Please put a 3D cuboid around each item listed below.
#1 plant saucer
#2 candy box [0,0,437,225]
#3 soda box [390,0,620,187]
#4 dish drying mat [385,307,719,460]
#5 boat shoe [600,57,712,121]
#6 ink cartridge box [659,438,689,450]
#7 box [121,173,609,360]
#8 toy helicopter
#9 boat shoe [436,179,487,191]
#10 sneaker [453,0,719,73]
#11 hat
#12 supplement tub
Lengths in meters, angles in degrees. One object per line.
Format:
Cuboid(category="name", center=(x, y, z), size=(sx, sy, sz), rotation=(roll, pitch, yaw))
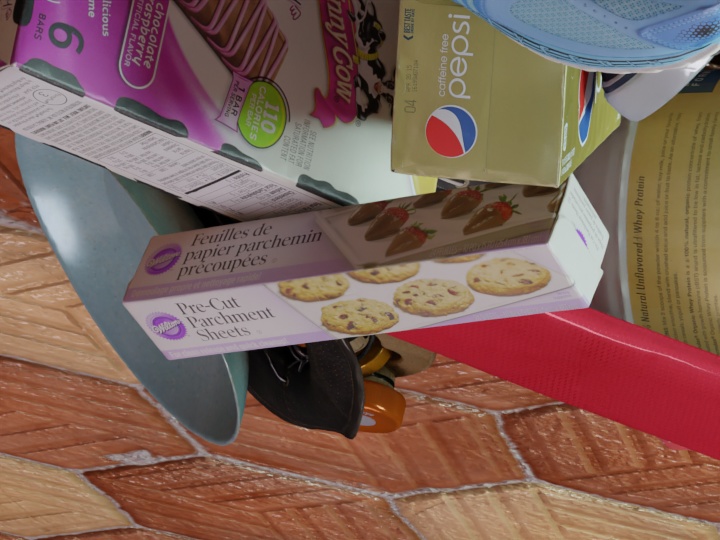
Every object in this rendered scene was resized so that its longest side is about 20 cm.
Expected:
Cuboid(category="plant saucer", center=(-0.108, -0.003, 1.344), size=(0.201, 0.039, 0.201), rotation=(48, 159, 25))
Cuboid(category="candy box", center=(-0.056, -0.100, 1.038), size=(0.200, 0.137, 0.061), rotation=(22, 157, -32))
Cuboid(category="soda box", center=(0.062, -0.080, 1.008), size=(0.064, 0.068, 0.200), rotation=(5, -169, 11))
Cuboid(category="dish drying mat", center=(0.096, 0.036, 1.098), size=(0.199, 0.018, 0.077), rotation=(21, 153, -15))
Cuboid(category="boat shoe", center=(0.113, -0.138, 0.916), size=(0.091, 0.071, 0.200), rotation=(34, 141, 0))
Cuboid(category="ink cartridge box", center=(0.239, 0.038, 1.352), size=(0.199, 0.083, 0.147), rotation=(0, 158, 25))
Cuboid(category="box", center=(0.000, 0.000, 1.020), size=(0.199, 0.039, 0.041), rotation=(-7, 134, 31))
Cuboid(category="toy helicopter", center=(-0.053, 0.019, 1.450), size=(0.199, 0.079, 0.132), rotation=(13, 159, 1))
Cuboid(category="boat shoe", center=(0.012, -0.078, 1.190), size=(0.067, 0.072, 0.200), rotation=(-25, 145, 13))
Cuboid(category="sneaker", center=(0.030, -0.113, 0.809), size=(0.199, 0.079, 0.090), rotation=(19, -170, 21))
Cuboid(category="hat", center=(-0.031, -0.010, 1.331), size=(0.081, 0.201, 0.201), rotation=(-32, 170, -19))
Cuboid(category="supplement tub", center=(0.180, -0.017, 1.140), size=(0.199, 0.145, 0.145), rotation=(0, 158, 24))
